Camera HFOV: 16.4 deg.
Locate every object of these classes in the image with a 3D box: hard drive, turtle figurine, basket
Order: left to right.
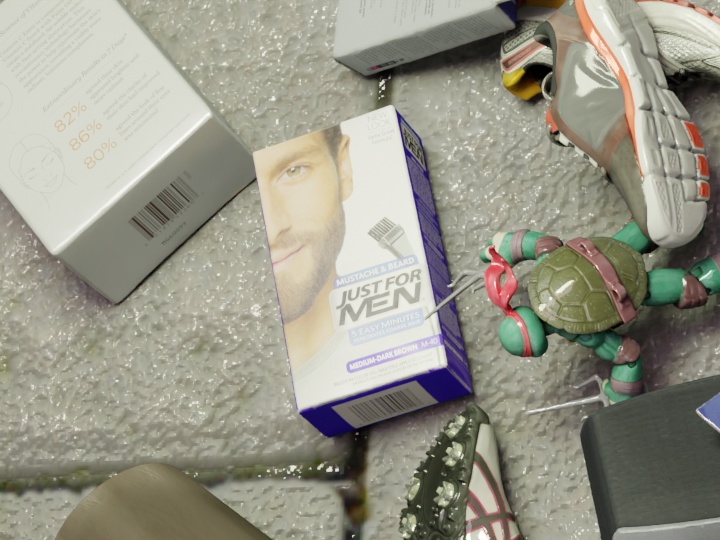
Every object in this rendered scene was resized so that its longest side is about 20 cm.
[{"bbox_3d":[-0.104,0.231,1.631,0.180,0.136,0.200,-44,57,-5],"label":"basket"},{"bbox_3d":[0.152,0.020,1.619,0.200,0.101,0.150,-26,79,-14],"label":"turtle figurine"},{"bbox_3d":[0.241,0.119,1.551,0.200,0.042,0.135,-11,46,4],"label":"hard drive"}]

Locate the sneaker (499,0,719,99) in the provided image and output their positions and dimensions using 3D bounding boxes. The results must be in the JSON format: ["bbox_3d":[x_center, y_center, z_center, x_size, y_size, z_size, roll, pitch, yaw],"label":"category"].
[{"bbox_3d":[0.186,-0.139,1.704,0.200,0.078,0.082,10,77,34],"label":"sneaker"}]

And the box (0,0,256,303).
[{"bbox_3d":[-0.196,-0.107,1.813,0.152,0.106,0.200,-41,61,2],"label":"box"}]

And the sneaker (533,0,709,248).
[{"bbox_3d":[0.165,-0.092,1.630,0.082,0.077,0.200,-32,56,30],"label":"sneaker"}]

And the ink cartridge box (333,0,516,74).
[{"bbox_3d":[0.071,-0.253,1.759,0.200,0.043,0.197,-12,63,41],"label":"ink cartridge box"}]

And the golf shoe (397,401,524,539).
[{"bbox_3d":[0.074,0.180,1.620,0.077,0.088,0.200,-45,29,45],"label":"golf shoe"}]

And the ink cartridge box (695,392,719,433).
[{"bbox_3d":[0.342,0.081,1.514,0.200,0.043,0.196,-32,56,-32],"label":"ink cartridge box"}]

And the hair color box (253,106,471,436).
[{"bbox_3d":[0.000,0.000,1.712,0.109,0.065,0.200,-18,62,14],"label":"hair color box"}]
